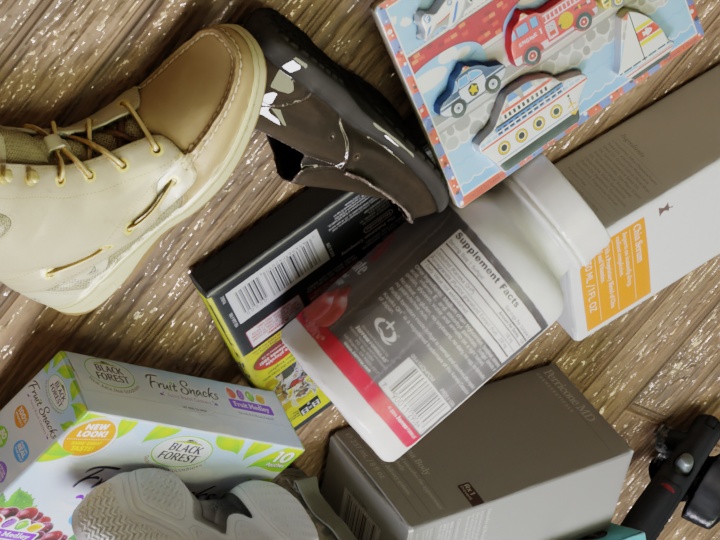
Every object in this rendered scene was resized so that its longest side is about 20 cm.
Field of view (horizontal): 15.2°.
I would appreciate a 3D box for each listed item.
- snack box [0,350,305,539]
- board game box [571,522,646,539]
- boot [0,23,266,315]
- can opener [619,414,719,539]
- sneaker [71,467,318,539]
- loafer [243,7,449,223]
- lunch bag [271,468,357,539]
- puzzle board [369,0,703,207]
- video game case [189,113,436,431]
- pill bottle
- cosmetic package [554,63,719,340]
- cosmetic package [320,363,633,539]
[{"bbox_3d":[-0.151,0.123,1.682,0.142,0.053,0.200,-45,146,24],"label":"snack box"},{"bbox_3d":[0.085,0.225,1.944,0.199,0.151,0.047,-16,104,-30],"label":"board game box"},{"bbox_3d":[-0.155,-0.067,1.477,0.200,0.073,0.155,-47,147,17],"label":"boot"},{"bbox_3d":[0.230,0.179,2.059,0.200,0.078,0.064,-41,153,-44],"label":"can opener"},{"bbox_3d":[-0.121,0.186,1.671,0.200,0.076,0.114,7,132,-51],"label":"sneaker"},{"bbox_3d":[-0.022,-0.082,1.592,0.071,0.073,0.200,-42,134,9],"label":"loafer"},{"bbox_3d":[-0.048,0.256,1.841,0.117,0.164,0.201,-5,131,-42],"label":"lunch bag"},{"bbox_3d":[0.113,-0.150,1.629,0.200,0.017,0.151,-35,123,-15],"label":"puzzle board"},{"bbox_3d":[0.000,0.000,1.734,0.200,0.026,0.181,-36,144,-8],"label":"video game case"},{"bbox_3d":[0.057,0.016,1.687,0.200,0.111,0.111,-41,145,-2],"label":"pill bottle"},{"bbox_3d":[0.204,-0.050,1.830,0.200,0.071,0.102,-32,144,-14],"label":"cosmetic package"},{"bbox_3d":[0.081,0.149,1.899,0.199,0.107,0.090,-19,139,-30],"label":"cosmetic package"}]
